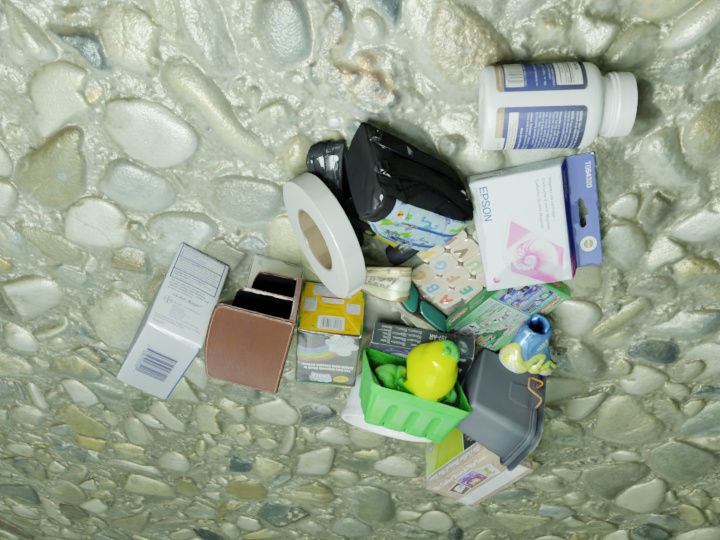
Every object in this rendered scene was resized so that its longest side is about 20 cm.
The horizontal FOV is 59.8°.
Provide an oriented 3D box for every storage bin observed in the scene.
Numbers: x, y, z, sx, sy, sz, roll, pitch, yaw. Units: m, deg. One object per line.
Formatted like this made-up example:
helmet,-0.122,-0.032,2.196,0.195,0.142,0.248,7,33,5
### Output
storage bin,0.269,0.248,1.199,0.132,0.201,0.147,27,130,-1

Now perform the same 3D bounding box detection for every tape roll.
tape roll,-0.058,-0.054,0.988,0.037,0.203,0.205,-29,135,-18

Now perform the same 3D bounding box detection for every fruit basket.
fruit basket,0.107,0.192,1.129,0.210,0.156,0.220,-3,112,-7

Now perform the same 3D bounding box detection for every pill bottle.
pill bottle,0.262,-0.223,0.852,0.195,0.112,0.112,0,134,6

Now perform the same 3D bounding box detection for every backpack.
backpack,0.079,-0.113,0.951,0.196,0.166,0.155,5,139,-24

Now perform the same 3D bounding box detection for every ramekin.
ramekin,0.065,0.283,1.309,0.196,0.100,0.201,13,158,5

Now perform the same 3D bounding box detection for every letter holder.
letter holder,-0.189,0.102,1.081,0.139,0.102,0.202,13,134,-8

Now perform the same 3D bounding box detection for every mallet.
mallet,0.021,-0.054,1.037,0.198,0.042,0.066,15,136,-42

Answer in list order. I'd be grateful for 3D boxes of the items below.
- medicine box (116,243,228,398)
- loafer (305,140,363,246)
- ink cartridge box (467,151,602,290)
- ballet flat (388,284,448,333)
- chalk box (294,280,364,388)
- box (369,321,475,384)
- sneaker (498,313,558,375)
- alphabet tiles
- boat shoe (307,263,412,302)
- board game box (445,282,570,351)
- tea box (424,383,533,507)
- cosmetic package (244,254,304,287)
medicine box,-0.338,0.091,1.138,0.102,0.202,0.183,27,130,-17
loafer,-0.026,-0.115,1.008,0.069,0.069,0.203,-4,129,21
ink cartridge box,0.284,-0.073,1.007,0.196,0.044,0.200,-9,116,15
ballet flat,0.089,0.070,1.174,0.062,0.068,0.200,-23,127,34
chalk box,-0.061,0.139,1.213,0.121,0.125,0.203,6,134,-3
box,0.115,0.166,1.234,0.195,0.044,0.161,9,152,3
sneaker,0.340,0.138,1.176,0.198,0.076,0.106,1,123,-53
alphabet tiles,0.192,-0.004,1.130,0.194,0.015,0.199,-31,124,30
boat shoe,0.000,0.000,1.097,0.196,0.073,0.064,16,104,20
board game box,0.272,0.072,1.169,0.133,0.030,0.200,22,131,-29
tea box,0.243,0.358,1.336,0.132,0.199,0.200,26,131,-19
cosmetic package,-0.182,0.079,1.190,0.101,0.088,0.202,15,132,-8
